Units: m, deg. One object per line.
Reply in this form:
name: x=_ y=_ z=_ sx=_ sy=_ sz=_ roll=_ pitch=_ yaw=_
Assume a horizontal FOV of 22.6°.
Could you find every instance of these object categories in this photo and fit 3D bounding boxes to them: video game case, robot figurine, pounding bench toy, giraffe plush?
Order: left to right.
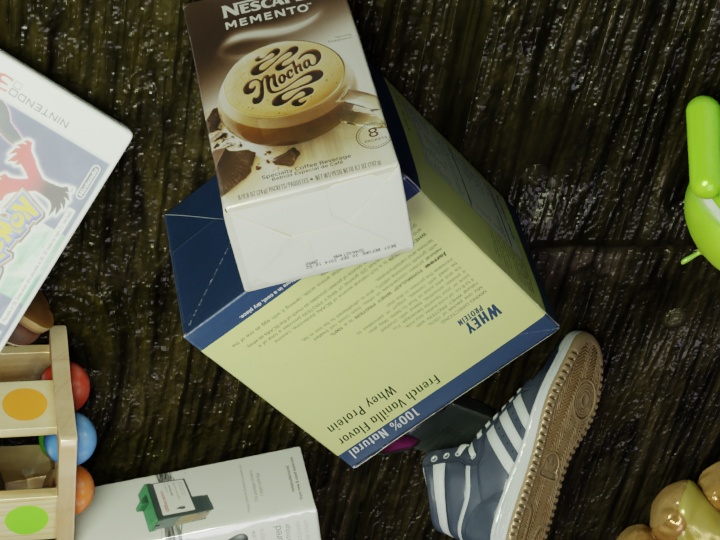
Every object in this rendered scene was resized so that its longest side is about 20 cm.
video game case: x=-0.276 y=-0.053 z=1.204 sx=0.181 sy=0.023 sz=0.201 roll=31 pitch=94 yaw=-30
pounding bench toy: x=-0.283 y=0.158 z=1.381 sx=0.154 sy=0.125 sz=0.201 roll=-2 pitch=132 yaw=-13
giraffe plush: x=0.344 y=0.294 z=1.616 sx=0.173 sy=0.163 sz=0.200 roll=-45 pitch=129 yaw=10
robot figurine: x=0.318 y=-0.073 z=1.333 sx=0.174 sy=0.116 sz=0.201 roll=9 pitch=129 yaw=-32

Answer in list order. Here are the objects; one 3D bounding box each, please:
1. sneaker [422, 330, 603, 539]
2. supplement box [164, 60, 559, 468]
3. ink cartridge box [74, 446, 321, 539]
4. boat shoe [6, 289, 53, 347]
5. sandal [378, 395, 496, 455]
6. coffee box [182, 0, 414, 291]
sneaker: x=0.122 y=0.136 z=1.484 sx=0.070 sy=0.108 sz=0.202 roll=34 pitch=74 yaw=-45
supplement box: x=0.000 y=0.000 z=1.305 sx=0.199 sy=0.135 sz=0.200 roll=-35 pitch=130 yaw=18
ink cartridge box: x=-0.130 y=0.238 z=1.446 sx=0.198 sy=0.085 sz=0.147 roll=-11 pitch=123 yaw=-6
boat shoe: x=-0.305 y=-0.007 z=1.267 sx=0.070 sy=0.071 sz=0.200 roll=-39 pitch=121 yaw=12
sandal: x=0.036 y=0.123 z=1.482 sx=0.199 sy=0.048 sz=0.076 roll=16 pitch=126 yaw=-28
coffee box: x=-0.043 y=-0.095 z=1.165 sx=0.112 sy=0.201 sz=0.080 roll=-14 pitch=137 yaw=-2
